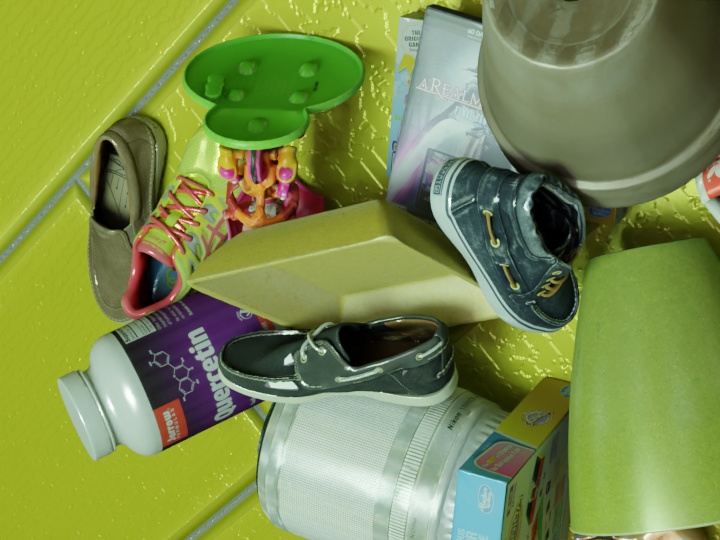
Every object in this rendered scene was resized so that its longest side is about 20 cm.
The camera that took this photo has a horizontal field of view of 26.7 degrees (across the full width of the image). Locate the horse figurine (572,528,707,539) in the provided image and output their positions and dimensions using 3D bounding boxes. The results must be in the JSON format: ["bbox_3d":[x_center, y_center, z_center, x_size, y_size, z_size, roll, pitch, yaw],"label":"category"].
[{"bbox_3d":[0.253,0.255,1.252,0.132,0.050,0.201,-26,88,18],"label":"horse figurine"}]

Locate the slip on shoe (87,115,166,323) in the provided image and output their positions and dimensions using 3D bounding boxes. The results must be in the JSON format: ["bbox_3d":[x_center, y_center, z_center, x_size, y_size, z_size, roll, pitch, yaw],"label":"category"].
[{"bbox_3d":[-0.222,-0.041,1.393,0.076,0.061,0.202,22,115,19],"label":"slip on shoe"}]

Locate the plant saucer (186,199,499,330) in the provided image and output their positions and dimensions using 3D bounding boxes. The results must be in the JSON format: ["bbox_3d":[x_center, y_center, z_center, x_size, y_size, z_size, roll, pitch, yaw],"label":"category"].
[{"bbox_3d":[0.000,0.000,1.190,0.199,0.199,0.049,-11,67,34],"label":"plant saucer"}]

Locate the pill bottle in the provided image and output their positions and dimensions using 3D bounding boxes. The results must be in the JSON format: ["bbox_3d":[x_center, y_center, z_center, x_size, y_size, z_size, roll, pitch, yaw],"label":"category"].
[{"bbox_3d":[-0.155,0.087,1.315,0.113,0.199,0.113,53,159,31],"label":"pill bottle"}]

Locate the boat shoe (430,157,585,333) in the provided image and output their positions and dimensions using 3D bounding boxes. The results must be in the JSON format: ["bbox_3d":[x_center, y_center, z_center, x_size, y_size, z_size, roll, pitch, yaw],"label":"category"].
[{"bbox_3d":[0.132,-0.008,1.115,0.090,0.071,0.200,12,157,41],"label":"boat shoe"}]

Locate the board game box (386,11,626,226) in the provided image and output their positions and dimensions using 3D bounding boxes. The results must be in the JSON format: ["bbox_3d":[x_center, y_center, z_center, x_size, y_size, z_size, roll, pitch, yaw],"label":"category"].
[{"bbox_3d":[0.121,-0.123,1.208,0.198,0.034,0.136,13,112,23],"label":"board game box"}]

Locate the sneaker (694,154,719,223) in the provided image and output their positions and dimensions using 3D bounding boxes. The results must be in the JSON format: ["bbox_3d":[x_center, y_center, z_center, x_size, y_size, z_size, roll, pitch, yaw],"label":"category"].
[{"bbox_3d":[0.269,-0.096,1.107,0.070,0.093,0.201,-25,94,31],"label":"sneaker"}]

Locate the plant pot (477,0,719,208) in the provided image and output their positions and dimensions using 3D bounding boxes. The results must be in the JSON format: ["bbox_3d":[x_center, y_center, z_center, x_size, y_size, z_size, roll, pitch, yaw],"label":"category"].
[{"bbox_3d":[0.162,-0.163,1.038,0.198,0.173,0.202,-5,74,18],"label":"plant pot"}]

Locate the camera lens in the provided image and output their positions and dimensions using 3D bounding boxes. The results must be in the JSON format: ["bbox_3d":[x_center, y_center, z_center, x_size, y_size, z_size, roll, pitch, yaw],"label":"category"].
[{"bbox_3d":[0.023,0.165,1.278,0.198,0.160,0.161,16,113,22],"label":"camera lens"}]

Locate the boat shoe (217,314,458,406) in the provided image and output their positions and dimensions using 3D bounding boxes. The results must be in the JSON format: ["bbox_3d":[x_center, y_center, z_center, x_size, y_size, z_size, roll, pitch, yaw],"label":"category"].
[{"bbox_3d":[-0.022,0.064,1.223,0.198,0.072,0.068,0,139,13],"label":"boat shoe"}]

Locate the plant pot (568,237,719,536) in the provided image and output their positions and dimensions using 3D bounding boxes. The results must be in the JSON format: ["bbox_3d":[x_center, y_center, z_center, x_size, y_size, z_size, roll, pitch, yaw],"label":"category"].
[{"bbox_3d":[0.234,0.082,1.148,0.186,0.187,0.202,-12,86,29],"label":"plant pot"}]

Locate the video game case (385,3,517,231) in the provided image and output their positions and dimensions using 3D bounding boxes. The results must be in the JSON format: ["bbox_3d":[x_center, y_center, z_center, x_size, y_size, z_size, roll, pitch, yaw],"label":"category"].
[{"bbox_3d":[0.097,-0.093,1.200,0.142,0.019,0.202,21,116,20],"label":"video game case"}]

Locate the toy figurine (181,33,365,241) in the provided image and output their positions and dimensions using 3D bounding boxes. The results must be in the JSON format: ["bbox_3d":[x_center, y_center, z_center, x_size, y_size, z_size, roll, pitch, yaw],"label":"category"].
[{"bbox_3d":[-0.071,-0.071,1.253,0.149,0.201,0.186,2,122,5],"label":"toy figurine"}]

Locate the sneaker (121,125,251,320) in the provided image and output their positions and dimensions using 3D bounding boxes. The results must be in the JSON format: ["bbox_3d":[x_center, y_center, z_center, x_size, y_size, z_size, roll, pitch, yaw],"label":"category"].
[{"bbox_3d":[-0.155,-0.036,1.339,0.078,0.090,0.202,25,107,20],"label":"sneaker"}]

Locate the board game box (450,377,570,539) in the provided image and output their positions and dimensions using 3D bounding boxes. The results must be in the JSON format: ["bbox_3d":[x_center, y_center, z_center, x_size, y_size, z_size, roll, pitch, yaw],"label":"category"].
[{"bbox_3d":[0.125,0.192,1.213,0.040,0.200,0.154,13,111,22],"label":"board game box"}]
